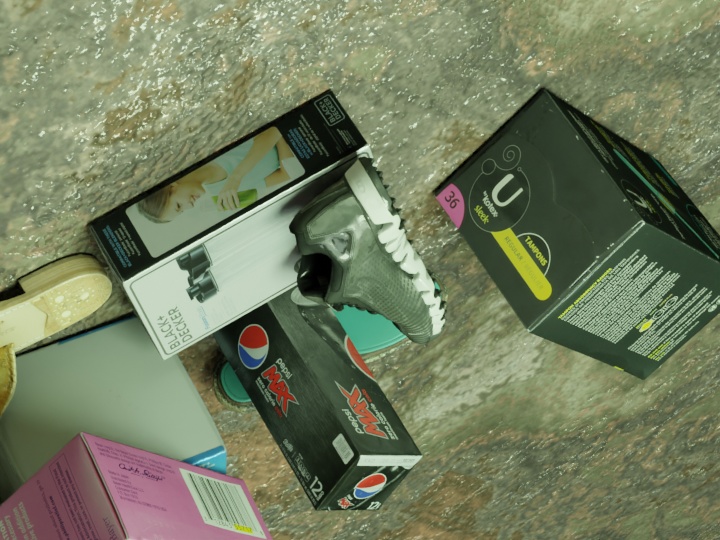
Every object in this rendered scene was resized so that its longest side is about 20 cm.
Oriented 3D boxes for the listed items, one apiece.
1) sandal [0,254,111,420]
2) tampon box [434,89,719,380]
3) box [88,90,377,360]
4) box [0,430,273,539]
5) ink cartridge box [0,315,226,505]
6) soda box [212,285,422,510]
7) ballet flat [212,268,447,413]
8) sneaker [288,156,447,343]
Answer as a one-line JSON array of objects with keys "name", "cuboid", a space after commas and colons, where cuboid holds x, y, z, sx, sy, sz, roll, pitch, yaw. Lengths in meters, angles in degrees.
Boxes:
[{"name": "sandal", "cuboid": [-0.262, 0.070, 1.641, 0.211, 0.070, 0.078, -31, 148, -3]}, {"name": "tampon box", "cuboid": [0.184, -0.023, 1.834, 0.126, 0.150, 0.200, -44, 146, 16]}, {"name": "box", "cuboid": [-0.082, -0.030, 1.673, 0.200, 0.060, 0.117, -29, 148, -7]}, {"name": "box", "cuboid": [-0.184, 0.223, 1.621, 0.200, 0.097, 0.176, -43, 144, 19]}, {"name": "ink cartridge box", "cuboid": [-0.194, 0.163, 1.755, 0.147, 0.145, 0.200, -20, 146, -19]}, {"name": "soda box", "cuboid": [-0.038, 0.083, 1.733, 0.071, 0.200, 0.063, 4, 133, -45]}, {"name": "ballet flat", "cuboid": [-0.024, 0.055, 1.851, 0.200, 0.068, 0.075, -27, 170, 0]}, {"name": "sneaker", "cuboid": [0.000, 0.000, 1.673, 0.090, 0.067, 0.200, -29, 144, -1]}]
